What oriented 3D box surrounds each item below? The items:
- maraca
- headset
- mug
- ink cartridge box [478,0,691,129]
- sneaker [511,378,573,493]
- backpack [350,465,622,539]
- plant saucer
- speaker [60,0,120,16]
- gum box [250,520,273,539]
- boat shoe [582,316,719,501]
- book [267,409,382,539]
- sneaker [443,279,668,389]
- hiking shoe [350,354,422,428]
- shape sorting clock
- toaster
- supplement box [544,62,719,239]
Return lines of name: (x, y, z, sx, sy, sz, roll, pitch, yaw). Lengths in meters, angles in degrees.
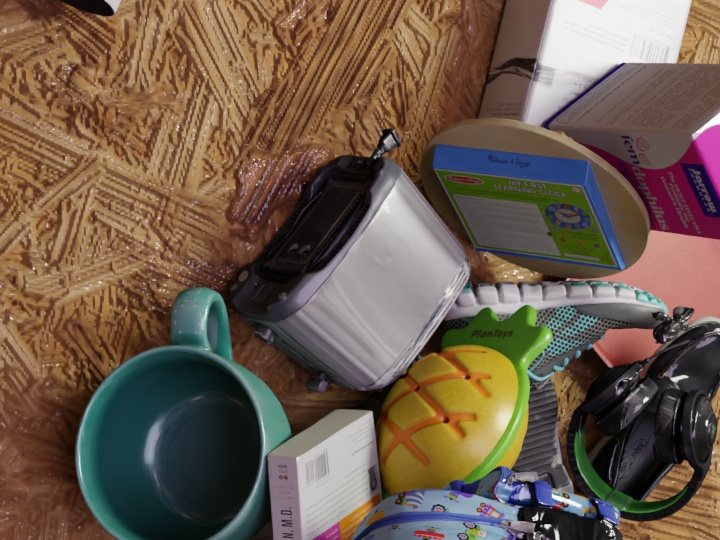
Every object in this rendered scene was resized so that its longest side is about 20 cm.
maraca: (0.080, 0.108, 1.527, 0.107, 0.136, 0.201, 51, 54, -34)
headset: (0.241, 0.123, 1.617, 0.094, 0.123, 0.202, -31, 141, -61)
mug: (-0.118, 0.127, 1.456, 0.152, 0.114, 0.186, 37, 91, 17)
ink cartridge box: (0.188, -0.163, 1.655, 0.144, 0.083, 0.202, 17, 86, -30)
sneaker: (0.142, 0.167, 1.667, 0.073, 0.089, 0.202, -11, 76, -7)
backpack: (0.074, 0.225, 1.407, 0.198, 0.183, 0.136, 17, 53, -16)
plant saucer: (0.278, 0.019, 1.748, 0.200, 0.037, 0.200, 48, 71, -23)
speaker: (-0.180, -0.294, 1.434, 0.081, 0.081, 0.202, 29, 79, -28)
gum box: (-0.038, 0.261, 1.563, 0.198, 0.066, 0.115, -6, 96, -30)
boat shoe: (0.268, 0.134, 1.692, 0.074, 0.066, 0.200, 36, 100, -22)
book: (-0.023, 0.220, 1.453, 0.133, 0.048, 0.203, -24, 113, -64)
sneaker: (0.162, 0.055, 1.633, 0.197, 0.078, 0.092, -2, 94, 2)
hiking shoe: (0.076, 0.171, 1.618, 0.101, 0.076, 0.201, -41, 111, -18)
shape sorting clock: (0.143, -0.058, 1.573, 0.199, 0.199, 0.040, 37, 62, -26)
toaster: (0.000, 0.000, 1.543, 0.129, 0.113, 0.201, 46, 69, -28)
supplement box: (0.255, -0.099, 1.535, 0.103, 0.199, 0.102, -38, 111, -21)
